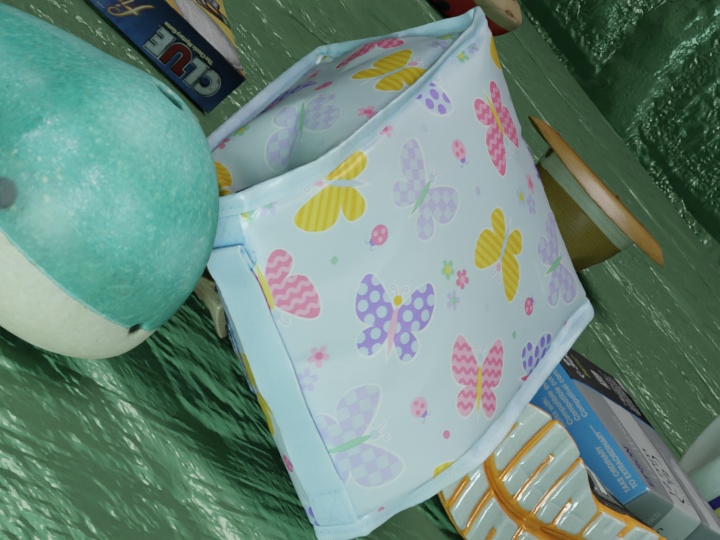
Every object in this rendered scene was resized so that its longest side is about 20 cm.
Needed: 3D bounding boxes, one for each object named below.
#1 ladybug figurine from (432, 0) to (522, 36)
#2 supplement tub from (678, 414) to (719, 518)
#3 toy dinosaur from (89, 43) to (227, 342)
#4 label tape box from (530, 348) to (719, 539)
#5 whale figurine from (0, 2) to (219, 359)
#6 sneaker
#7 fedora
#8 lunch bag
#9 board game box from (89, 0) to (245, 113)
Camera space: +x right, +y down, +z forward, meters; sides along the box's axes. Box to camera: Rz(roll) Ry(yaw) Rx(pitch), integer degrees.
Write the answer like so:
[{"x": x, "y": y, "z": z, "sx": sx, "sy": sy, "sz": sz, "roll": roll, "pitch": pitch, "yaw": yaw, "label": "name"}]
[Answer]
[{"x": 0.131, "y": -0.345, "z": 2.835, "sx": 0.136, "sy": 0.072, "sz": 0.200, "roll": 55, "pitch": 13, "yaw": 26, "label": "ladybug figurine"}, {"x": 0.353, "y": 0.192, "z": 1.771, "sx": 0.200, "sy": 0.145, "sz": 0.145, "roll": 48, "pitch": 12, "yaw": -3, "label": "supplement tub"}, {"x": -0.077, "y": -0.016, "z": 1.124, "sx": 0.101, "sy": 0.058, "sz": 0.200, "roll": 40, "pitch": -6, "yaw": 47, "label": "toy dinosaur"}, {"x": 0.137, "y": 0.111, "z": 1.437, "sx": 0.200, "sy": 0.066, "sz": 0.144, "roll": 35, "pitch": 18, "yaw": -54, "label": "label tape box"}, {"x": -0.131, "y": -0.063, "z": 0.903, "sx": 0.200, "sy": 0.104, "sz": 0.159, "roll": 55, "pitch": 13, "yaw": 18, "label": "whale figurine"}, {"x": 0.092, "y": 0.124, "z": 1.238, "sx": 0.200, "sy": 0.078, "sz": 0.077, "roll": 46, "pitch": -2, "yaw": -33, "label": "sneaker"}, {"x": 0.198, "y": -0.054, "z": 2.142, "sx": 0.201, "sy": 0.082, "sz": 0.201, "roll": 46, "pitch": 7, "yaw": -7, "label": "fedora"}, {"x": 0.000, "y": 0.000, "z": 1.030, "sx": 0.200, "sy": 0.126, "sz": 0.170, "roll": -50, "pitch": 122, "yaw": -51, "label": "lunch bag"}, {"x": -0.141, "y": -0.193, "z": 1.454, "sx": 0.135, "sy": 0.035, "sz": 0.200, "roll": 43, "pitch": 13, "yaw": -27, "label": "board game box"}]
